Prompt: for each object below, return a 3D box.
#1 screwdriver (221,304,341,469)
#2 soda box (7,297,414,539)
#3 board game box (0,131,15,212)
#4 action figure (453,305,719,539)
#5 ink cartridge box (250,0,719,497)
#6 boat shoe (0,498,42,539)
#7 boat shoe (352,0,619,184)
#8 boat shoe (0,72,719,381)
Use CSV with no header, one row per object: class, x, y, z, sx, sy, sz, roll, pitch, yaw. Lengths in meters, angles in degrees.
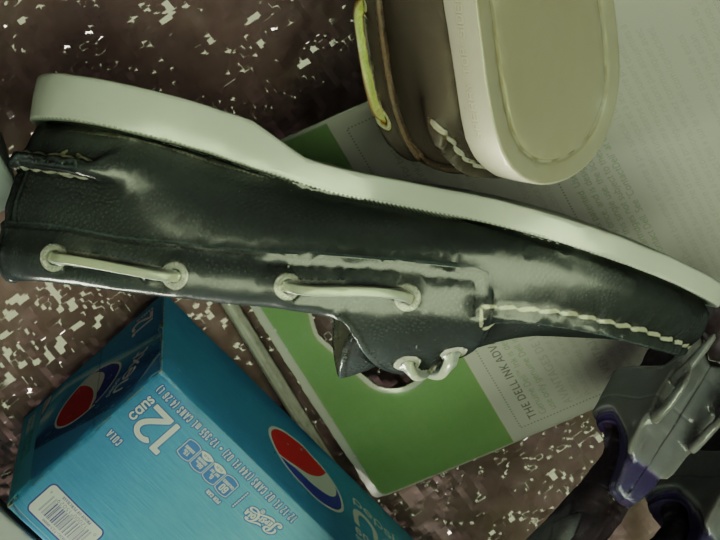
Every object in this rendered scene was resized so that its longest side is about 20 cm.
screwdriver,0.002,0.083,0.859,0.028,0.029,0.200,-27,118,8
soda box,-0.015,0.105,0.824,0.064,0.068,0.200,-41,107,10
board game box,-0.203,-0.075,0.718,0.147,0.064,0.200,-28,116,-1
action figure,0.058,0.103,0.774,0.130,0.069,0.200,44,73,-22
ink cartridge box,0.064,-0.025,0.808,0.200,0.048,0.146,-21,126,14
boat shoe,-0.126,0.100,0.810,0.068,0.074,0.199,-46,126,-8
boat shoe,0.025,-0.123,0.707,0.072,0.060,0.200,-16,106,-41
boat shoe,0.000,0.000,0.739,0.200,0.076,0.060,15,87,-3
